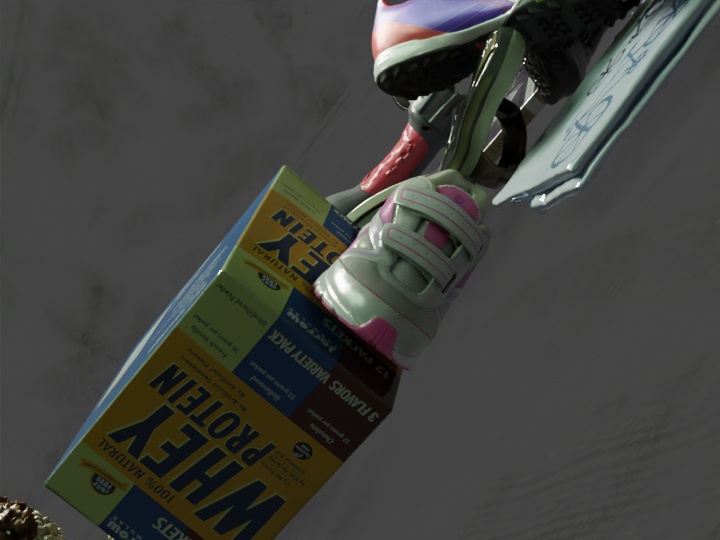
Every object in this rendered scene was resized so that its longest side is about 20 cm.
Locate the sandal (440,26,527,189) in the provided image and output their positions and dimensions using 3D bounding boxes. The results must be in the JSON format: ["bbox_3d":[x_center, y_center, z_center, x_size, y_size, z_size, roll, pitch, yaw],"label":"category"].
[{"bbox_3d":[0.089,-0.087,1.078,0.201,0.057,0.081,109,175,-65],"label":"sandal"}]

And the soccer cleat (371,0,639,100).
[{"bbox_3d":[0.095,-0.181,1.069,0.198,0.068,0.074,-18,65,25],"label":"soccer cleat"}]

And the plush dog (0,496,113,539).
[{"bbox_3d":[-0.244,0.236,1.152,0.161,0.171,0.200,-56,10,-32],"label":"plush dog"}]

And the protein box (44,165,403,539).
[{"bbox_3d":[-0.076,0.072,1.050,0.199,0.134,0.200,-48,8,22],"label":"protein box"}]

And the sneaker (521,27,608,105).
[{"bbox_3d":[0.153,-0.194,1.159,0.090,0.076,0.201,-22,31,18],"label":"sneaker"}]

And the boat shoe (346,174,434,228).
[{"bbox_3d":[0.002,0.000,1.205,0.072,0.061,0.201,-1,-30,-44],"label":"boat shoe"}]

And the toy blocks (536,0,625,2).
[{"bbox_3d":[0.192,-0.224,0.927,0.198,0.101,0.137,-28,12,1],"label":"toy blocks"}]

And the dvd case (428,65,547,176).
[{"bbox_3d":[0.089,-0.091,1.270,0.200,0.016,0.149,-50,7,23],"label":"dvd case"}]

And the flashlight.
[{"bbox_3d":[0.023,-0.093,1.479,0.201,0.068,0.068,-51,6,11],"label":"flashlight"}]

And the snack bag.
[{"bbox_3d":[0.155,-0.110,0.948,0.189,0.021,0.200,-53,5,-9],"label":"snack bag"}]

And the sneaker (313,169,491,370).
[{"bbox_3d":[0.033,-0.012,0.996,0.088,0.081,0.200,-50,8,25],"label":"sneaker"}]

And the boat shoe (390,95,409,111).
[{"bbox_3d":[0.094,-0.240,1.730,0.200,0.072,0.065,-39,9,37],"label":"boat shoe"}]
